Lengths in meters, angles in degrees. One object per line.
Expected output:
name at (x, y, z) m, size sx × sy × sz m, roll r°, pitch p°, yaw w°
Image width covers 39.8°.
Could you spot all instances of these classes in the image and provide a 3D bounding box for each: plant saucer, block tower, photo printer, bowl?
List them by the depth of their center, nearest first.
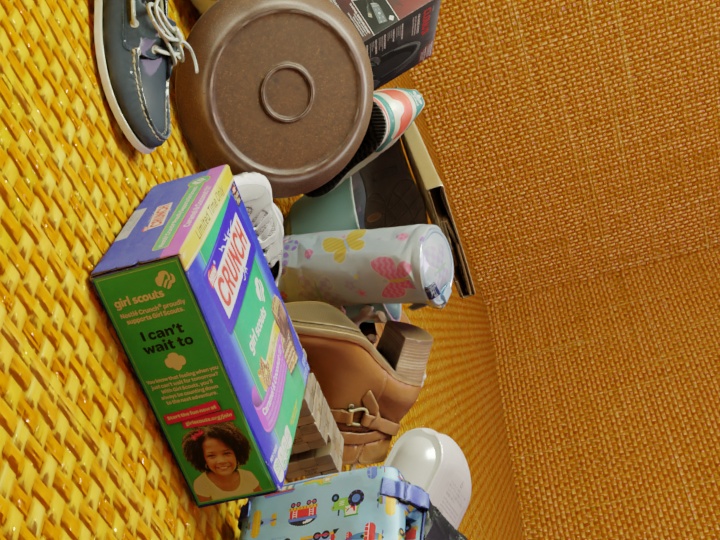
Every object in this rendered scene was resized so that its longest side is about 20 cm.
plant saucer at (-0.073, -0.167, 0.933) m, size 0.034 × 0.198 × 0.203 m, roll 29°, pitch -40°, yaw 66°
block tower at (-0.073, 0.110, 0.935) m, size 0.058 × 0.053 × 0.202 m, roll -86°, pitch 158°, yaw -60°
photo printer at (0.052, 0.273, 1.069) m, size 0.202 × 0.069 × 0.167 m, roll -62°, pitch 152°, yaw -17°
bowl at (-0.027, -0.023, 1.201) m, size 0.201 × 0.104 × 0.204 m, roll -14°, pitch 90°, yaw -79°

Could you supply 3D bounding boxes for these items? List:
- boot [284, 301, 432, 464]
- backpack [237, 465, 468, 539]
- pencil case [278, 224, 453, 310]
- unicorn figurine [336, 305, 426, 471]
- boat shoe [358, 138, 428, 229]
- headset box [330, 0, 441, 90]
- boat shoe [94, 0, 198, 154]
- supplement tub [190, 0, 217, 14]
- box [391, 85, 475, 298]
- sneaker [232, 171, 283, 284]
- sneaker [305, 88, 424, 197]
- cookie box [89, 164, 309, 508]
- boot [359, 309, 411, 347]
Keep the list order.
boot at (-0.028, 0.123, 1.025) m, size 0.157 × 0.198 × 0.074 m, roll -69°, pitch -156°, yaw 14°
backpack at (-0.017, 0.269, 0.734) m, size 0.135 × 0.180 × 0.202 m, roll 55°, pitch 33°, yaw -39°
pencil case at (0.000, 0.000, 1.054) m, size 0.091 × 0.197 × 0.084 m, roll 61°, pitch 37°, yaw -42°
unicorn figurine at (0.003, 0.134, 1.149) m, size 0.073 × 0.137 × 0.202 m, roll -12°, pitch 72°, yaw -51°
boat shoe at (0.040, -0.077, 1.155) m, size 0.072 × 0.075 × 0.203 m, roll 53°, pitch 26°, yaw -67°
headset box at (-0.002, -0.246, 1.050) m, size 0.078 × 0.198 × 0.149 m, roll 58°, pitch -7°, yaw 10°
boat shoe at (-0.173, -0.195, 0.801) m, size 0.075 × 0.061 × 0.203 m, roll 48°, pitch 30°, yaw -70°
supplement tub at (-0.108, -0.310, 1.071) m, size 0.200 × 0.138 × 0.142 m, roll 36°, pitch 41°, yaw -72°
box at (0.079, -0.091, 1.125) m, size 0.201 × 0.021 × 0.165 m, roll -105°, pitch 175°, yaw -49°
sneaker at (-0.103, -0.032, 0.906) m, size 0.200 × 0.074 × 0.083 m, roll 38°, pitch 37°, yaw -73°
sneaker at (-0.004, -0.142, 1.086) m, size 0.093 × 0.199 × 0.071 m, roll -27°, pitch 90°, yaw -37°
cookie box at (-0.113, 0.046, 0.764) m, size 0.172 × 0.074 × 0.202 m, roll -80°, pitch 152°, yaw -63°
boot at (0.026, 0.092, 1.413) m, size 0.155 × 0.073 × 0.202 m, roll 57°, pitch 19°, yaw -47°
